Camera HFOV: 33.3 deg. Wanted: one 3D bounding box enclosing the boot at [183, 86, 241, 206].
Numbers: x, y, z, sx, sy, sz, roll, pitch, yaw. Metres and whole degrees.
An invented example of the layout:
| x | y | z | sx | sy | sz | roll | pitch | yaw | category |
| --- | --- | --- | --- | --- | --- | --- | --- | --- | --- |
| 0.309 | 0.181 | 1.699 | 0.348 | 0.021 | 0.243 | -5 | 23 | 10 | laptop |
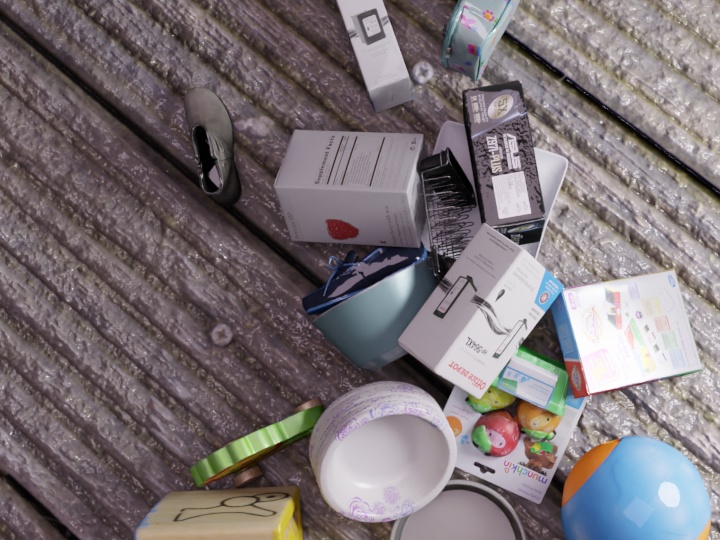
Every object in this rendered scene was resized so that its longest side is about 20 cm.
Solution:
| x | y | z | sx | sy | sz | roll | pitch | yaw | category |
| --- | --- | --- | --- | --- | --- | --- | --- | --- | --- |
| -0.227 | -0.199 | 1.804 | 0.067 | 0.131 | 0.202 | -17 | 79 | 2 | boot |

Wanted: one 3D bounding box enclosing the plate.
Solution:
| x | y | z | sx | sy | sz | roll | pitch | yaw | category |
| --- | --- | --- | --- | --- | --- | --- | --- | --- | --- |
| 0.187 | -0.102 | 1.799 | 0.198 | 0.032 | 0.201 | 18 | 83 | 8 | plate |

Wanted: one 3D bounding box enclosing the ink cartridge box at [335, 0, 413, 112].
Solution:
| x | y | z | sx | sy | sz | roll | pitch | yaw | category |
| --- | --- | --- | --- | --- | --- | --- | --- | --- | --- |
| 0.015 | -0.354 | 1.816 | 0.066 | 0.116 | 0.202 | -19 | 79 | 3 | ink cartridge box |

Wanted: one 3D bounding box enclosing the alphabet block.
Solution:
| x | y | z | sx | sy | sz | roll | pitch | yaw | category |
| --- | --- | --- | --- | --- | --- | --- | --- | --- | --- |
| -0.185 | 0.416 | 1.649 | 0.198 | 0.195 | 0.198 | -3 | 96 | 6 | alphabet block |

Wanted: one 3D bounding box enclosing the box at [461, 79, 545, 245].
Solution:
| x | y | z | sx | sy | sz | roll | pitch | yaw | category |
| --- | --- | --- | --- | --- | --- | --- | --- | --- | --- |
| 0.202 | -0.145 | 1.706 | 0.085 | 0.164 | 0.202 | -9 | 79 | 4 | box |

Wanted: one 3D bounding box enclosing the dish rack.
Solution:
| x | y | z | sx | sy | sz | roll | pitch | yaw | category |
| --- | --- | --- | --- | --- | --- | --- | --- | --- | --- |
| 0.129 | -0.053 | 1.692 | 0.054 | 0.153 | 0.202 | -12 | 66 | 17 | dish rack |

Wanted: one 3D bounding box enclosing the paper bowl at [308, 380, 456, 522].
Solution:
| x | y | z | sx | sy | sz | roll | pitch | yaw | category |
| --- | --- | --- | --- | --- | --- | --- | --- | --- | --- |
| 0.027 | 0.243 | 1.676 | 0.199 | 0.105 | 0.202 | -7 | 120 | -13 | paper bowl |

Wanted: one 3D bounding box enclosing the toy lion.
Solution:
| x | y | z | sx | sy | sz | roll | pitch | yaw | category |
| --- | --- | --- | --- | --- | --- | --- | --- | --- | --- |
| -0.139 | 0.246 | 1.690 | 0.199 | 0.192 | 0.069 | -28 | 79 | 0 | toy lion |

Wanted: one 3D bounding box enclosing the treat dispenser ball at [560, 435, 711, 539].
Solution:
| x | y | z | sx | sy | sz | roll | pitch | yaw | category |
| --- | --- | --- | --- | --- | --- | --- | --- | --- | --- |
| 0.371 | 0.326 | 1.624 | 0.199 | 0.201 | 0.203 | -1 | 80 | 5 | treat dispenser ball |

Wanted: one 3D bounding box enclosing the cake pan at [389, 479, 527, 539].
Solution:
| x | y | z | sx | sy | sz | roll | pitch | yaw | category |
| --- | --- | --- | --- | --- | --- | --- | --- | --- | --- |
| 0.139 | 0.401 | 1.716 | 0.198 | 0.037 | 0.202 | -1 | 80 | 5 | cake pan |

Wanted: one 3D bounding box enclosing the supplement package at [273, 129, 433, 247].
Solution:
| x | y | z | sx | sy | sz | roll | pitch | yaw | category |
| --- | --- | --- | --- | --- | --- | --- | --- | --- | --- |
| -0.007 | -0.118 | 1.740 | 0.198 | 0.122 | 0.120 | 3 | 51 | 17 | supplement package |

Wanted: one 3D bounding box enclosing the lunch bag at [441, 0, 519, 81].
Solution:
| x | y | z | sx | sy | sz | roll | pitch | yaw | category |
| --- | --- | --- | --- | --- | --- | --- | --- | --- | --- |
| 0.186 | -0.388 | 1.787 | 0.077 | 0.160 | 0.201 | 28 | 78 | 4 | lunch bag |

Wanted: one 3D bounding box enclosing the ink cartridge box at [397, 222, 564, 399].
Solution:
| x | y | z | sx | sy | sz | roll | pitch | yaw | category |
| --- | --- | --- | --- | --- | --- | --- | --- | --- | --- |
| 0.164 | 0.059 | 1.630 | 0.084 | 0.146 | 0.201 | 37 | 92 | 38 | ink cartridge box |

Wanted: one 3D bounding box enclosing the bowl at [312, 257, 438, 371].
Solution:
| x | y | z | sx | sy | sz | roll | pitch | yaw | category |
| --- | --- | --- | --- | --- | --- | --- | --- | --- | --- |
| 0.042 | 0.071 | 1.704 | 0.200 | 0.201 | 0.106 | -28 | 85 | 0 | bowl |

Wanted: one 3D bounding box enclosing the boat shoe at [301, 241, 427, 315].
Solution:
| x | y | z | sx | sy | sz | roll | pitch | yaw | category |
| --- | --- | --- | --- | --- | --- | --- | --- | --- | --- |
| 0.000 | 0.000 | 1.776 | 0.199 | 0.084 | 0.069 | -26 | 84 | -6 | boat shoe |

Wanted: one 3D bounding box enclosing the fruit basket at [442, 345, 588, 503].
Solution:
| x | y | z | sx | sy | sz | roll | pitch | yaw | category |
| --- | --- | --- | --- | --- | --- | --- | --- | --- | --- |
| 0.214 | 0.209 | 1.714 | 0.184 | 0.094 | 0.201 | 25 | 91 | 3 | fruit basket |

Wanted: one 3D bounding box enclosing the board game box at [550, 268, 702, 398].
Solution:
| x | y | z | sx | sy | sz | roll | pitch | yaw | category |
| --- | --- | --- | --- | --- | --- | --- | --- | --- | --- |
| 0.376 | 0.088 | 1.703 | 0.198 | 0.040 | 0.154 | -8 | 78 | -23 | board game box |
